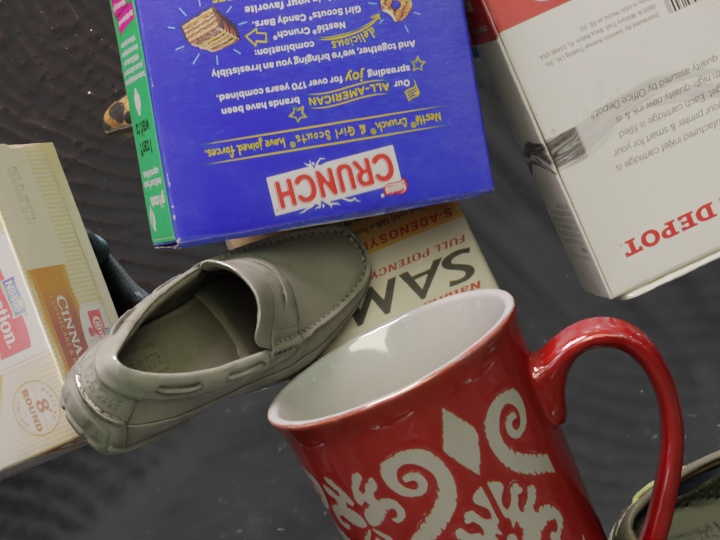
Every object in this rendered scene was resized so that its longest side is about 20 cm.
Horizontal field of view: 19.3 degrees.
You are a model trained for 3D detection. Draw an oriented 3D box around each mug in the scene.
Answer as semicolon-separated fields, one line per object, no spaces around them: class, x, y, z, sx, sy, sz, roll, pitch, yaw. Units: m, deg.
mug;0.072;0.123;1.030;0.133;0.177;0.200;-40;109;-50

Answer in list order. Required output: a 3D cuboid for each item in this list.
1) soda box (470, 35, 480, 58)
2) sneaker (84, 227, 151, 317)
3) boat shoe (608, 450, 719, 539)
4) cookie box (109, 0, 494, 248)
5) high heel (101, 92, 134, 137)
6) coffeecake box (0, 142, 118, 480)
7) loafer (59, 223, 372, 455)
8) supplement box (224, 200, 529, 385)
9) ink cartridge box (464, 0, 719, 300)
soda box;0.026;-0.160;1.228;0.199;0.068;0.064;-7;69;2
sneaker;-0.172;0.006;1.155;0.200;0.096;0.079;26;34;8
boat shoe;0.226;0.117;1.109;0.201;0.060;0.072;-20;69;-4
cookie box;-0.036;-0.122;1.084;0.171;0.075;0.201;-9;91;-13
high heel;-0.068;-0.163;1.155;0.199;0.071;0.143;-23;89;-3
coffeecake box;-0.228;0.042;1.100;0.200;0.073;0.154;-24;85;25
loafer;-0.061;0.025;1.047;0.070;0.070;0.200;47;48;9
supplement box;0.000;0.000;1.164;0.126;0.074;0.200;-24;69;-5
ink cartridge box;0.152;-0.103;1.149;0.146;0.083;0.201;-24;96;-6
